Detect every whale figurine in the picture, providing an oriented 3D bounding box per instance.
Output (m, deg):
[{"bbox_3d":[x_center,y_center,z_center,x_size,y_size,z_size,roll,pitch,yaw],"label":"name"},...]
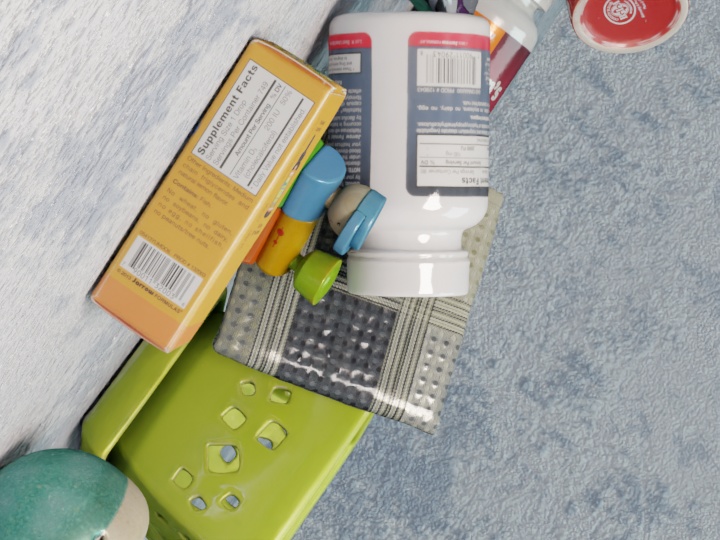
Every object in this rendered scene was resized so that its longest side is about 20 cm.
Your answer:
[{"bbox_3d":[-0.231,0.183,1.434,0.200,0.104,0.159,-17,-148,56],"label":"whale figurine"}]

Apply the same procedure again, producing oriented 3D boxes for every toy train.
[{"bbox_3d":[-0.065,-0.015,1.502,0.085,0.115,0.200,-50,172,-49],"label":"toy train"}]

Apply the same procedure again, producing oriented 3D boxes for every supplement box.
[{"bbox_3d":[-0.089,-0.049,1.339,0.201,0.069,0.067,-55,176,6],"label":"supplement box"}]

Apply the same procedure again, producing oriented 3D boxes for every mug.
[{"bbox_3d":[0.217,-0.315,1.924,0.133,0.177,0.201,-43,-140,42],"label":"mug"}]

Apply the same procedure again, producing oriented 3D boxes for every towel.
[{"bbox_3d":[0.000,0.000,1.592,0.035,0.191,0.201,162,-53,-73],"label":"towel"}]

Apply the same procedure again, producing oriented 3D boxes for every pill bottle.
[{"bbox_3d":[0.091,-0.200,1.892,0.201,0.109,0.110,-56,176,4],"label":"pill bottle"},{"bbox_3d":[0.035,-0.084,1.527,0.120,0.119,0.202,-19,110,-83],"label":"pill bottle"}]

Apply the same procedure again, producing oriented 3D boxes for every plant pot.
[{"bbox_3d":[-0.111,0.135,1.669,0.200,0.181,0.200,-55,175,-20],"label":"plant pot"}]

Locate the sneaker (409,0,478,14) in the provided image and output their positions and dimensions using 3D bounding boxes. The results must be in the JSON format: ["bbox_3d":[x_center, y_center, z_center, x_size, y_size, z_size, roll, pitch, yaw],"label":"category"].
[{"bbox_3d":[0.084,-0.235,1.675,0.087,0.074,0.200,-43,180,2],"label":"sneaker"}]
